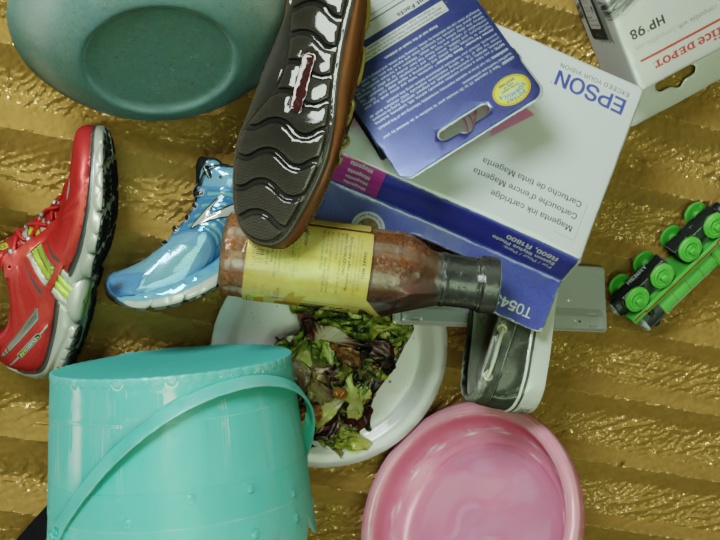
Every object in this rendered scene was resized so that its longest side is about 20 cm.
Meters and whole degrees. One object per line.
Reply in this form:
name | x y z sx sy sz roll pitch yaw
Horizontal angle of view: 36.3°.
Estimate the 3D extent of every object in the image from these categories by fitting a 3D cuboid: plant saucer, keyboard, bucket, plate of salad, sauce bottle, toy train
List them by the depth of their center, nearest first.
plant saucer | -0.137 -0.156 0.749 0.199 0.039 0.202 -9 150 -5
sauce bottle | 0.000 0.000 0.781 0.198 0.066 0.067 8 103 -1
bucket | -0.130 0.131 0.796 0.205 0.207 0.136 -5 93 -10
plant saucer | 0.094 0.209 0.890 0.201 0.201 0.051 -50 136 5
plate of salad | -0.022 0.071 0.894 0.198 0.048 0.202 -3 105 -11
keyboard | 0.117 0.019 0.902 0.198 0.011 0.057 3 74 -22
toy train | 0.295 -0.025 0.936 0.200 0.042 0.056 -44 119 2

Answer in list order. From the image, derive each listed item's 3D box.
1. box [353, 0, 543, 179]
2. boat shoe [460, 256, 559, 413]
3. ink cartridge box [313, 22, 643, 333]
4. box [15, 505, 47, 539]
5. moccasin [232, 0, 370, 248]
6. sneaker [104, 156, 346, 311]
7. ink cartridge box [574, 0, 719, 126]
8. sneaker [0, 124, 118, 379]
box | 0.031 -0.166 0.793 0.121 0.032 0.201 -31 70 -1
boat shoe | 0.115 0.008 0.859 0.063 0.071 0.202 13 72 -19
ink cartridge box | 0.088 -0.084 0.821 0.195 0.043 0.201 23 77 -2
box | -0.209 0.295 0.900 0.200 0.079 0.141 42 96 -17
moccasin | -0.037 -0.114 0.747 0.073 0.078 0.203 8 84 16
sneaker | -0.112 -0.040 0.842 0.199 0.078 0.090 -33 99 -10
ink cartridge box | 0.233 -0.221 0.856 0.115 0.067 0.201 -28 108 -3
sneaker | -0.234 -0.015 0.818 0.084 0.077 0.202 16 100 -7
